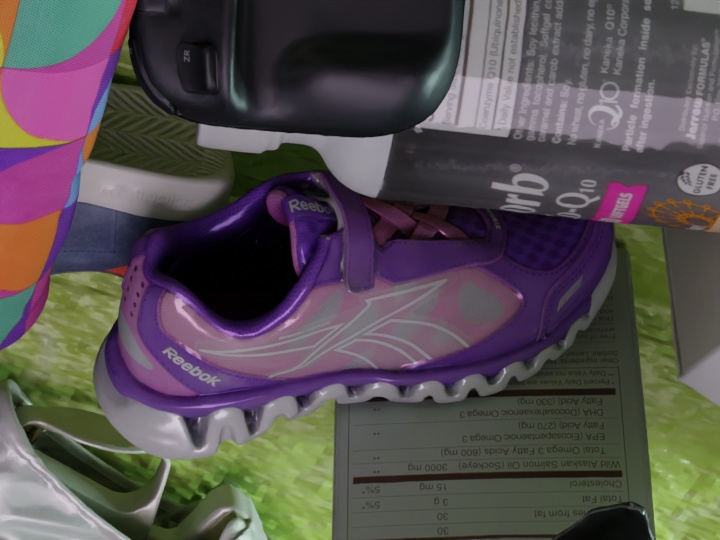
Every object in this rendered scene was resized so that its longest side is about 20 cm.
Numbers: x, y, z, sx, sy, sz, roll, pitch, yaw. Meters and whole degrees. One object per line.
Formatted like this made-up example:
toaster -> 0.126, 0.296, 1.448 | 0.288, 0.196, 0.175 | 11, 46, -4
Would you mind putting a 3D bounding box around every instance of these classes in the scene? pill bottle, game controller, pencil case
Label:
pill bottle -> 0.048, -0.078, 0.976 | 0.199, 0.117, 0.117 | 5, 133, -4
game controller -> -0.015, -0.143, 0.901 | 0.104, 0.042, 0.201 | 4, 94, -10
pencil case -> -0.121, -0.062, 0.915 | 0.088, 0.089, 0.200 | 10, 133, -9

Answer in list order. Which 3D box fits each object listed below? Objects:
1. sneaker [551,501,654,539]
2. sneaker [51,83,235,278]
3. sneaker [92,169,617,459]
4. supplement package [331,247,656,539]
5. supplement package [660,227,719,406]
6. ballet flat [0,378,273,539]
sneaker -> 0.097, 0.160, 0.961 | 0.104, 0.060, 0.200 | -24, 125, 24
sneaker -> -0.149, -0.034, 1.046 | 0.199, 0.075, 0.085 | 17, 126, -15
sneaker -> 0.000, 0.000, 1.042 | 0.199, 0.081, 0.089 | -16, 139, -13
supplement package -> 0.050, 0.101, 1.083 | 0.117, 0.200, 0.117 | -2, 133, 2
supplement package -> 0.217, -0.027, 1.018 | 0.121, 0.120, 0.200 | 32, 126, -27
ballet flat -> -0.084, 0.105, 1.189 | 0.200, 0.070, 0.069 | 30, 126, -24
